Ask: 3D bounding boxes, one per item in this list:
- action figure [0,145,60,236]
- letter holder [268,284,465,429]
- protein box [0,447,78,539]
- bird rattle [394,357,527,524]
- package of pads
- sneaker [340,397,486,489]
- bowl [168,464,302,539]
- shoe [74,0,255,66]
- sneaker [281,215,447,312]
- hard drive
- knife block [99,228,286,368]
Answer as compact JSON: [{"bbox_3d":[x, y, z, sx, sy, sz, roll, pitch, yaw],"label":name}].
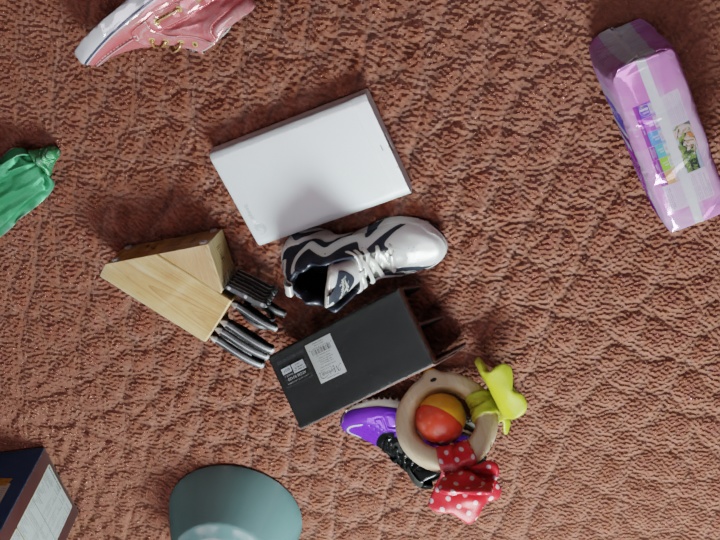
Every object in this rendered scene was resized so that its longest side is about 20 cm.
[{"bbox_3d":[-0.439,-0.091,1.241,0.200,0.055,0.118,-31,112,15],"label":"action figure"},{"bbox_3d":[0.013,0.102,1.290,0.200,0.142,0.101,-29,82,24],"label":"letter holder"},{"bbox_3d":[-0.543,0.376,1.457,0.198,0.200,0.135,-9,120,13],"label":"protein box"},{"bbox_3d":[0.121,0.204,1.293,0.163,0.200,0.113,21,166,24],"label":"bird rattle"},{"bbox_3d":[0.309,-0.153,1.070,0.076,0.121,0.200,-23,116,14],"label":"package of pads"},{"bbox_3d":[0.069,0.231,1.341,0.200,0.100,0.070,10,147,0],"label":"sneaker"},{"bbox_3d":[-0.191,0.389,1.479,0.201,0.105,0.201,4,122,6],"label":"bowl"},{"bbox_3d":[-0.208,-0.258,1.097,0.200,0.071,0.091,-33,107,19],"label":"shoe"},{"bbox_3d":[0.000,0.000,1.198,0.199,0.130,0.080,2,123,6],"label":"sneaker"},{"bbox_3d":[-0.057,-0.116,1.195,0.200,0.026,0.132,-18,118,17],"label":"hard drive"},{"bbox_3d":[-0.198,0.045,1.270,0.200,0.064,0.176,-10,107,13],"label":"knife block"}]
